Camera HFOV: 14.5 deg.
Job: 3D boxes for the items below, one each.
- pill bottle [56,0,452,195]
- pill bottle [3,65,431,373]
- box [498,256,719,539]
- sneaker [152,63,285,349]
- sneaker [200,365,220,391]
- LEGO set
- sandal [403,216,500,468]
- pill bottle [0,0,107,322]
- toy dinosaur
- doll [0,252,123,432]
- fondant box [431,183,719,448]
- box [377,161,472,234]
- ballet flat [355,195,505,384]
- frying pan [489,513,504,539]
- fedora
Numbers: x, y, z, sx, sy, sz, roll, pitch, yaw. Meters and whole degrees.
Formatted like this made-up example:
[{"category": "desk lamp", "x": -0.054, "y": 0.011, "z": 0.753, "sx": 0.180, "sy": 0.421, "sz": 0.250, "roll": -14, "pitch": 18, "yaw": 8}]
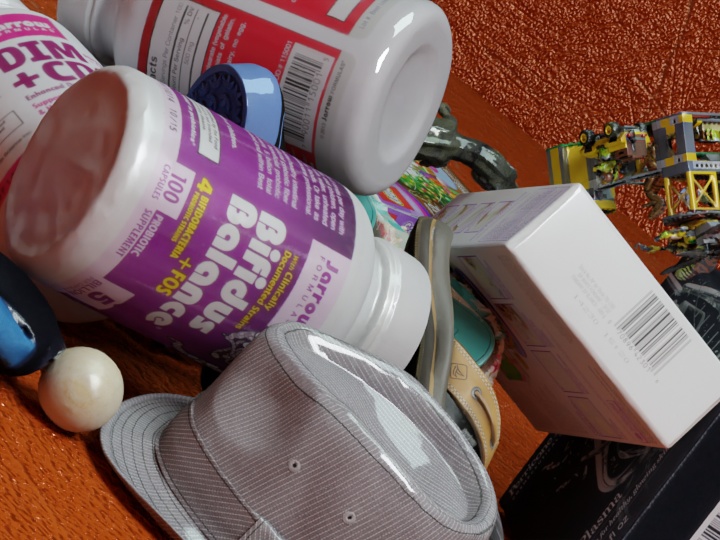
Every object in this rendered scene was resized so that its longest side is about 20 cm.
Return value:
[{"category": "pill bottle", "x": -0.060, "y": -0.125, "z": 1.546, "sx": 0.200, "sy": 0.112, "sz": 0.112, "roll": 23, "pitch": 5, "yaw": 20}, {"category": "pill bottle", "x": -0.065, "y": -0.010, "z": 1.386, "sx": 0.200, "sy": 0.112, "sz": 0.112, "roll": 28, "pitch": 13, "yaw": -32}, {"category": "box", "x": 0.198, "y": 0.124, "z": 1.651, "sx": 0.124, "sy": 0.200, "sz": 0.197, "roll": 34, "pitch": 10, "yaw": -14}, {"category": "sneaker", "x": -0.060, "y": -0.036, "z": 1.504, "sx": 0.078, "sy": 0.200, "sz": 0.070, "roll": -8, "pitch": 54, "yaw": -26}, {"category": "sneaker", "x": -0.043, "y": 0.057, "z": 1.501, "sx": 0.083, "sy": 0.072, "sz": 0.200, "roll": 32, "pitch": 10, "yaw": -17}, {"category": "LEGO set", "x": 0.206, "y": -0.021, "z": 1.613, "sx": 0.200, "sy": 0.116, "sz": 0.154, "roll": 2, "pitch": -11, "yaw": -44}, {"category": "sandal", "x": 0.044, "y": 0.069, "z": 1.448, "sx": 0.054, "sy": 0.200, "sz": 0.082, "roll": 8, "pitch": -27, "yaw": -11}, {"category": "pill bottle", "x": -0.177, "y": -0.069, "z": 1.502, "sx": 0.113, "sy": 0.113, "sz": 0.200, "roll": 27, "pitch": 13, "yaw": -43}, {"category": "toy dinosaur", "x": 0.003, "y": -0.090, "z": 1.661, "sx": 0.200, "sy": 0.048, "sz": 0.088, "roll": 15, "pitch": 15, "yaw": -17}, {"category": "doll", "x": -0.190, "y": 0.002, "z": 1.310, "sx": 0.200, "sy": 0.048, "sz": 0.136, "roll": 37, "pitch": 3, "yaw": 3}, {"category": "fondant box", "x": 0.110, "y": 0.025, "z": 1.592, "sx": 0.144, "sy": 0.058, "sz": 0.200, "roll": 51, "pitch": -14, "yaw": -11}, {"category": "box", "x": 0.008, "y": -0.060, "z": 1.768, "sx": 0.137, "sy": 0.039, "sz": 0.200, "roll": 19, "pitch": 21, "yaw": -40}, {"category": "ballet flat", "x": 0.000, "y": 0.000, "z": 1.591, "sx": 0.200, "sy": 0.076, "sz": 0.064, "roll": 49, "pitch": -17, "yaw": 12}, {"category": "frying pan", "x": 0.037, "y": 0.084, "z": 1.533, "sx": 0.115, "sy": 0.031, "sz": 0.190, "roll": -3, "pitch": 73, "yaw": -80}, {"category": "fedora", "x": -0.013, "y": 0.092, "z": 1.312, "sx": 0.200, "sy": 0.090, "sz": 0.177, "roll": 44, "pitch": 22, "yaw": 20}]
